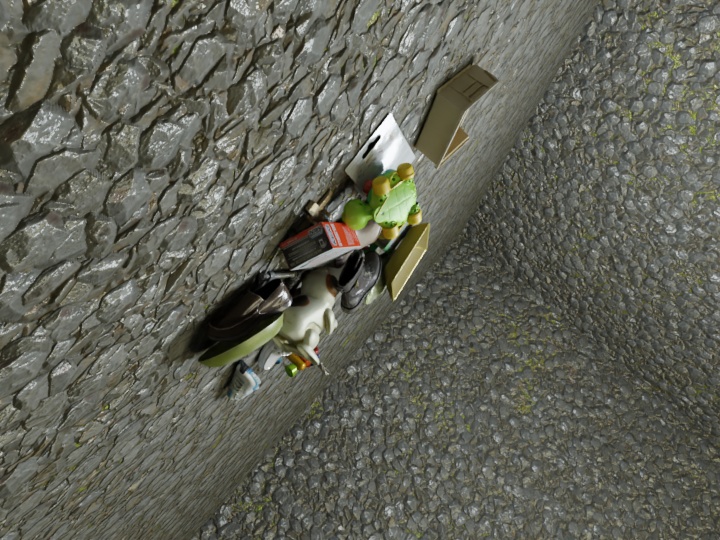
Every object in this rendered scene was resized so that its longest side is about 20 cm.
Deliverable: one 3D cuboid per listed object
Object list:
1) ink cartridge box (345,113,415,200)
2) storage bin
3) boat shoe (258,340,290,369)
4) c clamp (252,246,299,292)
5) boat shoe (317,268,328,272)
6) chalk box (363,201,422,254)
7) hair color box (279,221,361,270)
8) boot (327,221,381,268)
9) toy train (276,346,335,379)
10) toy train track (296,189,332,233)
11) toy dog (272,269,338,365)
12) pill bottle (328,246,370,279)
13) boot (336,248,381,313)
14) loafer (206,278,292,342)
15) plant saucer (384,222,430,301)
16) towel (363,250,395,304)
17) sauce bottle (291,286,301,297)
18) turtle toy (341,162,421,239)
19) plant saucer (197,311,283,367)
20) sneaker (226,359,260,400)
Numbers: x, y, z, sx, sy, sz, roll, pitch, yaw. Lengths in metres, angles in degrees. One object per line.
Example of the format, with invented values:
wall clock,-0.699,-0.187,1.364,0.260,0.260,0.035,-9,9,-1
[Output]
ink cartridge box,0.039,-0.255,1.213,0.163,0.057,0.200,-51,148,0
storage bin,0.255,-0.412,1.401,0.198,0.093,0.201,-43,166,-33
boat shoe,-0.218,0.210,1.495,0.202,0.069,0.070,-56,157,11
c clamp,-0.190,0.030,1.183,0.172,0.027,0.200,-53,168,6
boat shoe,-0.116,0.055,1.481,0.202,0.069,0.066,102,-6,-49
chalk box,0.061,-0.128,1.440,0.201,0.124,0.124,-51,168,4
hair color box,-0.082,-0.055,1.159,0.109,0.065,0.200,-25,177,16
boot,-0.027,-0.092,1.318,0.145,0.070,0.203,-1,123,-50
toy train,-0.176,0.281,1.579,0.115,0.200,0.085,-33,160,-41
toy train track,-0.082,-0.110,1.163,0.115,0.032,0.200,-51,169,-2
toy dog,-0.132,0.090,1.280,0.202,0.137,0.195,-57,132,-26
pill bottle,-0.018,-0.011,1.516,0.113,0.112,0.199,-54,168,16
boot,0.000,0.000,1.288,0.175,0.068,0.203,87,26,-61
loafer,-0.229,0.072,1.071,0.198,0.072,0.072,-33,130,-37
plant saucer,0.125,-0.030,1.499,0.202,0.048,0.201,-56,166,-12
towel,0.059,0.015,1.533,0.199,0.036,0.151,-27,139,-66
sauce bottle,-0.168,0.094,1.373,0.201,0.066,0.066,-52,168,2
turtle toy,0.048,-0.153,1.189,0.198,0.100,0.148,-31,124,-26
plant saucer,-0.241,0.147,1.093,0.197,0.032,0.200,-28,-172,4
sneaker,-0.322,0.310,1.421,0.086,0.075,0.201,-39,164,-24
